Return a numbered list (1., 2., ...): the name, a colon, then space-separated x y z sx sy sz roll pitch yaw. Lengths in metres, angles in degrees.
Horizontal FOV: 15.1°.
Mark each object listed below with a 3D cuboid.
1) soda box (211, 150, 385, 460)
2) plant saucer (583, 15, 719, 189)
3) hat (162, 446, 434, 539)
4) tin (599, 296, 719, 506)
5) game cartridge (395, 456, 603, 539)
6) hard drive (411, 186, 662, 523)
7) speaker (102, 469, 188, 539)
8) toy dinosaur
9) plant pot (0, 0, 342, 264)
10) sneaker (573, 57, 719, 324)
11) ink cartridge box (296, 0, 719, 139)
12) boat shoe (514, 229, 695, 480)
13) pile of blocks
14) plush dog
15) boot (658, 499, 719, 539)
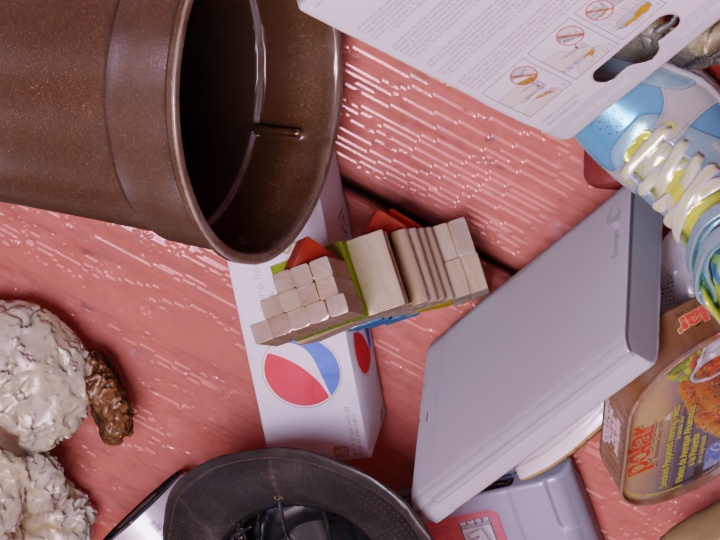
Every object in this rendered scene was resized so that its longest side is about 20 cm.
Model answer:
1. soda box: -0.036 0.018 1.665 0.068 0.064 0.201 -5 116 13
2. plant saucer: 0.225 -0.126 1.539 0.198 0.037 0.201 4 117 10
3. hat: -0.022 0.180 1.671 0.199 0.081 0.202 10 114 23
4. tin: 0.195 0.074 1.600 0.111 0.042 0.200 -28 153 -14
5. game cartridge: 0.062 0.200 1.754 0.199 0.041 0.134 -15 117 17
6. hard drive: 0.102 0.048 1.589 0.026 0.133 0.200 28 135 -22
7. speaker: -0.077 0.228 1.750 0.081 0.081 0.200 -40 94 25
8. toy dinosaur: 0.122 -0.150 1.471 0.198 0.048 0.088 6 137 -5
9. plant pot: -0.140 -0.111 1.547 0.197 0.200 0.202 5 119 26
10. sneaker: 0.185 -0.043 1.494 0.199 0.131 0.080 33 118 -5
11. ink cartridge box: 0.088 -0.161 1.417 0.199 0.050 0.162 22 133 -36
12. boat shoe: 0.148 0.048 1.647 0.069 0.071 0.200 45 120 4
13. pile of blocks: 0.000 0.000 1.597 0.082 0.199 0.063 -23 81 36
14. plush dog: -0.240 0.098 1.711 0.199 0.160 0.173 27 95 -3
15. boot: 0.265 0.125 1.636 0.199 0.066 0.175 -34 129 23
